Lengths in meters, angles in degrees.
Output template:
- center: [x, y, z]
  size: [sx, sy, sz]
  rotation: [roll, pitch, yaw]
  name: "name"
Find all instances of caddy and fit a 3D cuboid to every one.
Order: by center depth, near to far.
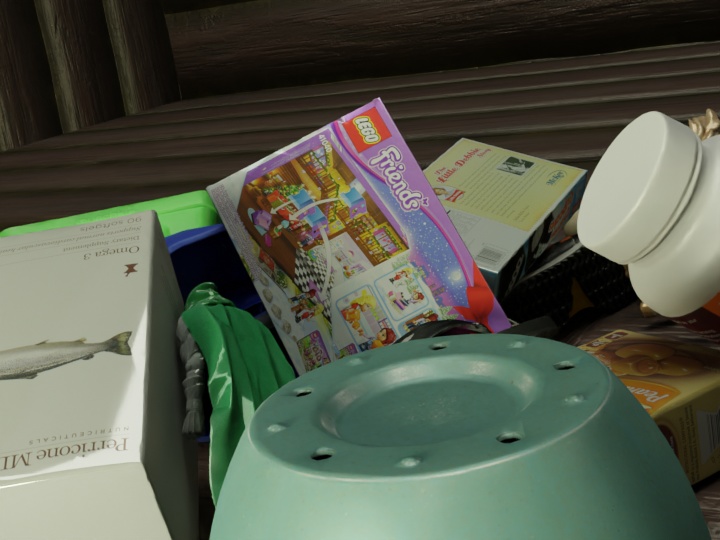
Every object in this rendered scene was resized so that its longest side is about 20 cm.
- center: [-0.104, 0.039, 0.832]
  size: [0.105, 0.142, 0.200]
  rotation: [-1, 17, 40]
  name: "caddy"

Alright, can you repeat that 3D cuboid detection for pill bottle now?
- center: [0.230, -0.007, 0.663]
  size: [0.199, 0.113, 0.113]
  rotation: [26, 10, -11]
  name: "pill bottle"

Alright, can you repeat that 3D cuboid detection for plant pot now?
- center: [0.034, 0.117, 0.407]
  size: [0.200, 0.162, 0.201]
  rotation: [-10, 14, 3]
  name: "plant pot"

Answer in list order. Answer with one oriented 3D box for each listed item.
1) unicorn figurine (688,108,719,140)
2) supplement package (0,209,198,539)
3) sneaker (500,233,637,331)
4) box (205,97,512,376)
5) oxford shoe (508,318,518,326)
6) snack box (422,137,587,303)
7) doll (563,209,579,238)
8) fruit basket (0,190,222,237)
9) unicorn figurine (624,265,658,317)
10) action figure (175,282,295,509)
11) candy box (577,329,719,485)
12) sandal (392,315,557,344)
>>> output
- center: [0.302, -0.064, 0.789]
  size: [0.199, 0.074, 0.137]
  rotation: [-1, 35, 48]
  name: "unicorn figurine"
- center: [-0.156, 0.077, 0.632]
  size: [0.116, 0.118, 0.200]
  rotation: [-10, 40, -1]
  name: "supplement package"
- center: [0.149, 0.005, 0.933]
  size: [0.200, 0.070, 0.090]
  rotation: [-24, 23, -37]
  name: "sneaker"
- center: [0.000, 0.000, 0.770]
  size: [0.136, 0.201, 0.039]
  rotation: [-27, -20, -2]
  name: "box"
- center: [0.057, 0.052, 0.845]
  size: [0.075, 0.058, 0.200]
  rotation: [-21, 17, -31]
  name: "oxford shoe"
- center: [0.091, -0.043, 0.904]
  size: [0.116, 0.037, 0.200]
  rotation: [18, 34, 23]
  name: "snack box"
- center: [0.262, -0.034, 1.051]
  size: [0.136, 0.049, 0.200]
  rotation: [-18, 17, -32]
  name: "doll"
- center: [-0.217, 0.006, 1.056]
  size: [0.214, 0.156, 0.216]
  rotation: [-5, 32, 3]
  name: "fruit basket"
- center: [0.277, -0.002, 0.841]
  size: [0.137, 0.074, 0.200]
  rotation: [-13, 16, -2]
  name: "unicorn figurine"
- center: [-0.059, 0.078, 0.629]
  size: [0.118, 0.055, 0.200]
  rotation: [24, 27, -41]
  name: "action figure"
- center: [0.118, 0.094, 0.645]
  size: [0.199, 0.056, 0.115]
  rotation: [-18, 15, -30]
  name: "candy box"
- center: [0.023, 0.068, 0.684]
  size: [0.200, 0.048, 0.075]
  rotation: [-28, -18, -1]
  name: "sandal"
